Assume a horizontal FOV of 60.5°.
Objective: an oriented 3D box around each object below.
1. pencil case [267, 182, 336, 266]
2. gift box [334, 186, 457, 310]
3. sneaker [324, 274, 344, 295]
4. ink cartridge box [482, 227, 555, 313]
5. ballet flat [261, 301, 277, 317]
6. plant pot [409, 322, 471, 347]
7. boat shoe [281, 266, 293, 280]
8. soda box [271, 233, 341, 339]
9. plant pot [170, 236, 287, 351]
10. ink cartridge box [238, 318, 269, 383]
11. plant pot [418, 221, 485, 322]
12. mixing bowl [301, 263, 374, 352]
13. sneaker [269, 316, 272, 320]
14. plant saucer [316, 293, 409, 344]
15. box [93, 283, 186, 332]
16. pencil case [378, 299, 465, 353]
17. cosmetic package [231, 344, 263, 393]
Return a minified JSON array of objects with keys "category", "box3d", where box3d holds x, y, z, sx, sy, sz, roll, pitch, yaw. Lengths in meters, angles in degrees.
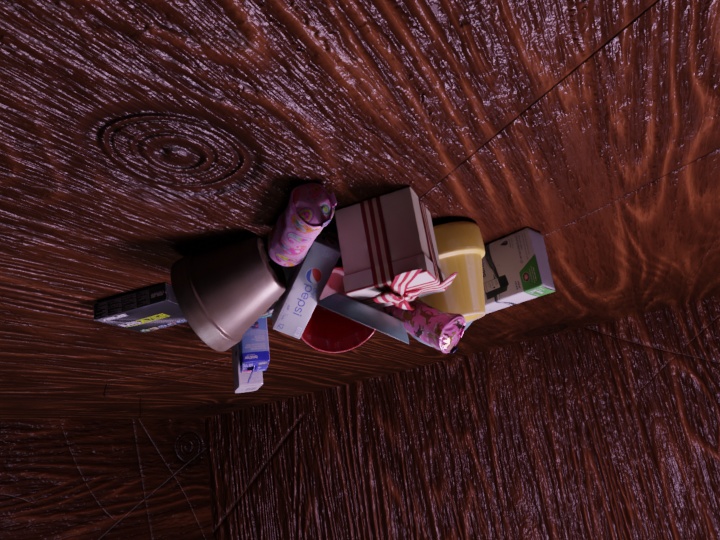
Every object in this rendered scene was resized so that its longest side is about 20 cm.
[{"category":"pencil case","box3d":[-0.106,-0.078,1.086,0.085,0.090,0.200,-2,160,-23]},{"category":"gift box","box3d":[0.070,-0.030,1.156,0.195,0.192,0.184,-16,162,22]},{"category":"sneaker","box3d":[0.000,0.000,1.442,0.194,0.078,0.076,-11,-166,-6]},{"category":"ink cartridge box","box3d":[0.351,0.005,1.490,0.197,0.151,0.082,-25,156,37]},{"category":"ballet flat","box3d":[-0.262,0.061,1.386,0.071,0.074,0.197,7,179,-42]},{"category":"plant pot","box3d":[0.188,0.114,1.588,0.196,0.137,0.200,25,-168,-6]},{"category":"boat shoe","box3d":[-0.141,-0.017,1.299,0.197,0.077,0.061,-28,-166,23]},{"category":"soda box","box3d":[-0.110,0.028,1.226,0.062,0.204,0.069,21,-164,-18]},{"category":"plant pot","box3d":[-0.243,0.029,1.209,0.171,0.204,0.200,-28,160,6]},{"category":"ink cartridge box","box3d":[-0.279,0.183,1.602,0.074,0.206,0.137,-5,162,-14]},{"category":"plant pot","box3d":[0.187,0.020,1.347,0.195,0.194,0.201,-13,167,-3]},{"category":"mixing bowl","box3d":[-0.058,0.064,1.350,0.194,0.206,0.109,-6,-156,-10]},{"category":"sneaker","box3d":[-0.148,0.089,1.631,0.194,0.078,0.077,-6,-175,-10]},{"category":"plant saucer","box3d":[0.010,0.088,1.199,0.196,0.037,0.200,23,175,2]},{"category":"box","box3d":[-0.493,0.095,1.470,0.195,0.049,0.193,-14,164,11]},{"category":"pencil case","box3d":[0.118,0.097,1.258,0.197,0.083,0.088,22,150,40]},{"category":"cosmetic package","box3d":[-0.319,0.227,1.716,0.072,0.206,0.102,-3,161,-21]}]
